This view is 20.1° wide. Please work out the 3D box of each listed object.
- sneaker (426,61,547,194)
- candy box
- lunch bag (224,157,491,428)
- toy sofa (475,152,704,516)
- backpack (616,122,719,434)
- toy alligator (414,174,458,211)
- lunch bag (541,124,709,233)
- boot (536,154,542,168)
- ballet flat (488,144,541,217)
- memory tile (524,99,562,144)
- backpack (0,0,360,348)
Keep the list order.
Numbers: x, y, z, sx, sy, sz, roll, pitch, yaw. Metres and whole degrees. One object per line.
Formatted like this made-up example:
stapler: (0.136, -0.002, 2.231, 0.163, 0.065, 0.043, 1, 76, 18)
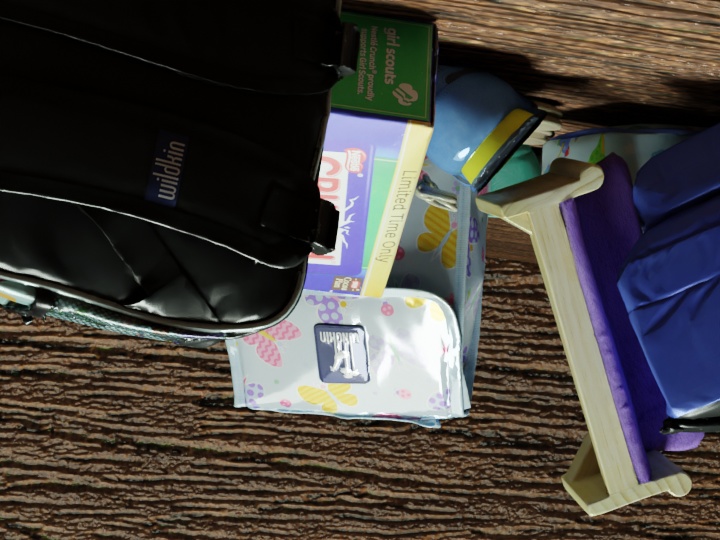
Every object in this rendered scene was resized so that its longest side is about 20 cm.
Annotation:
sneaker: (0.061, -0.092, 1.193, 0.078, 0.066, 0.200, 40, -175, 5)
candy box: (-0.069, -0.067, 1.075, 0.198, 0.078, 0.170, 6, 147, -6)
lunch bag: (0.000, 0.000, 1.371, 0.168, 0.202, 0.127, 5, 179, 13)
toy sofa: (0.145, 0.034, 1.201, 0.097, 0.202, 0.083, -17, -172, -4)
backpack: (0.247, 0.000, 1.169, 0.161, 0.169, 0.200, -18, 167, 20)
toy alligator: (-0.015, -0.090, 1.206, 0.199, 0.055, 0.059, 22, 173, 30)
lunch bag: (0.224, -0.048, 1.338, 0.198, 0.083, 0.161, 5, 179, -19)
boot: (0.077, -0.070, 1.648, 0.129, 0.068, 0.200, 2, -179, -18)
ballet flat: (0.039, -0.072, 1.512, 0.198, 0.071, 0.067, -2, -177, 12)
memory tile: (0.033, -0.108, 1.355, 0.198, 0.017, 0.153, 7, 178, 2)
backpack: (-0.121, -0.067, 0.801, 0.198, 0.179, 0.150, 13, 171, -29)
